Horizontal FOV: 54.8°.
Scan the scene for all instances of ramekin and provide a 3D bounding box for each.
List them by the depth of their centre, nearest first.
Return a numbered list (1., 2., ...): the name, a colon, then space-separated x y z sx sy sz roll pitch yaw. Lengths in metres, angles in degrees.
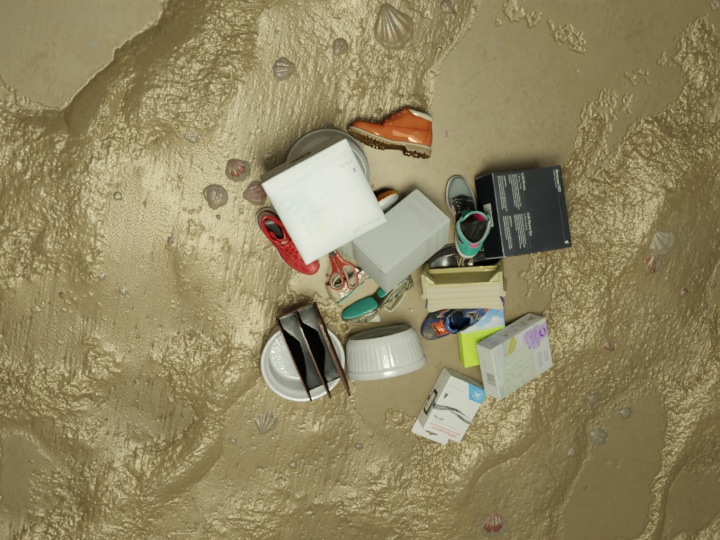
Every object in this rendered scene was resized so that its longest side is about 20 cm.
1. ramekin: -0.071 -0.221 1.587 0.200 0.105 0.201 -2 104 -9
2. ramekin: 0.056 0.194 1.675 0.202 0.202 0.094 -11 94 -7
3. ramekin: -0.143 0.208 1.690 0.200 0.098 0.201 -2 104 -9

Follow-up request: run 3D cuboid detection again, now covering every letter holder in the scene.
1. letter holder: -0.105 0.195 1.568 0.100 0.142 0.200 -22 107 -3

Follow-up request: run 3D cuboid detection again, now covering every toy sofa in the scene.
1. toy sofa: 0.246 0.035 1.652 0.200 0.083 0.098 -4 112 14

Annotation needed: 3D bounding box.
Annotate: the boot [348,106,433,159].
1. boot: 0.073 -0.331 1.609 0.200 0.075 0.107 11 88 -11

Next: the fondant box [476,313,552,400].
1. fondant box: 0.393 0.216 1.763 0.200 0.058 0.145 -26 113 -29

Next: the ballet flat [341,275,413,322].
1. ballet flat: 0.050 0.081 1.712 0.200 0.068 0.075 -38 123 -1

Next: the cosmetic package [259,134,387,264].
1. cosmetic package: -0.080 -0.153 1.486 0.199 0.123 0.200 -29 109 -1

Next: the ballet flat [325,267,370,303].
1. ballet flat: 0.000 0.000 1.679 0.200 0.068 0.067 -37 99 0

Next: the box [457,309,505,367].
1. box: 0.307 0.140 1.775 0.122 0.048 0.200 -11 106 -8

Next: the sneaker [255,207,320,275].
1. sneaker: -0.169 -0.053 1.608 0.078 0.116 0.200 -45 106 5

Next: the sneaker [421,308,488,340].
1. sneaker: 0.218 0.124 1.704 0.075 0.078 0.200 51 132 -5

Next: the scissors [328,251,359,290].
1. scissors: -0.060 -0.044 1.631 0.073 0.014 0.200 -14 105 12

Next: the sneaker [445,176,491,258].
1. sneaker: 0.250 -0.136 1.629 0.083 0.121 0.200 -10 82 -8

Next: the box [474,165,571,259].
1. box: 0.386 -0.137 1.654 0.182 0.104 0.200 -8 91 -14

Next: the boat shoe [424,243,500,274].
1. boat shoe: 0.257 -0.029 1.709 0.200 0.073 0.075 -17 106 -5

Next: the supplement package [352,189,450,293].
1. supplement package: 0.095 -0.067 1.605 0.200 0.117 0.117 -39 69 -14

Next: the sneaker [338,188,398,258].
1. sneaker: 0.019 -0.111 1.656 0.200 0.076 0.092 -38 115 9

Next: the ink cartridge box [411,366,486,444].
1. ink cartridge box: 0.229 0.368 1.811 0.116 0.068 0.200 24 100 -14
